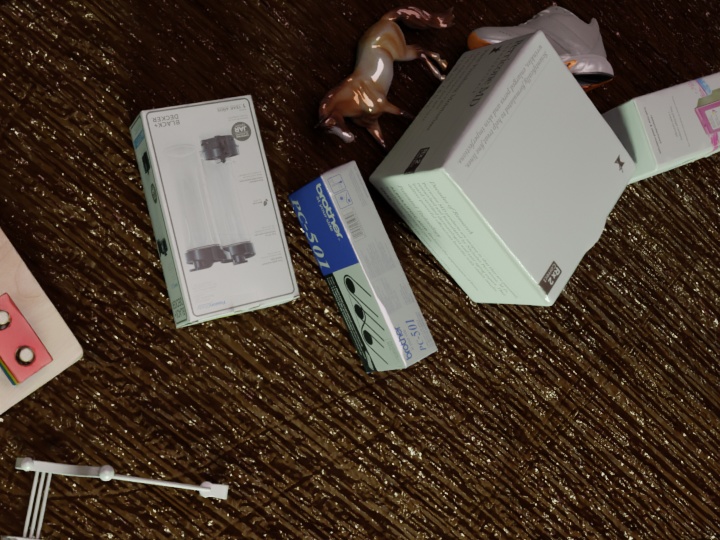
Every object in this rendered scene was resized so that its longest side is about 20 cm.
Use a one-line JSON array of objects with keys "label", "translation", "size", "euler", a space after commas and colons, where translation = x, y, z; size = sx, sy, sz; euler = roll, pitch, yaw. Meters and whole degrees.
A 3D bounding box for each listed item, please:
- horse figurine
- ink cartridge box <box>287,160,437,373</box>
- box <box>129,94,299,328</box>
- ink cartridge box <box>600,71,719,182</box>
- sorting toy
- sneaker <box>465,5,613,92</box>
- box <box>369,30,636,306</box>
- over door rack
[{"label": "horse figurine", "translation": [0.031, -0.206, 1.077], "size": [0.132, 0.050, 0.202], "euler": [28, 74, -25]}, {"label": "ink cartridge box", "translation": [0.000, 0.000, 1.005], "size": [0.044, 0.094, 0.202], "euler": [-25, 92, -26]}, {"label": "box", "translation": [-0.141, -0.056, 0.967], "size": [0.115, 0.060, 0.203], "euler": [-14, 88, -26]}, {"label": "ink cartridge box", "translation": [0.355, -0.160, 1.166], "size": [0.198, 0.144, 0.086], "euler": [-18, 88, -26]}, {"label": "sorting toy", "translation": [-0.365, 0.044, 0.843], "size": [0.199, 0.069, 0.200], "euler": [-36, 98, -25]}, {"label": "sneaker", "translation": [0.200, -0.262, 1.157], "size": [0.198, 0.075, 0.093], "euler": [4, 73, -32]}, {"label": "box", "translation": [0.152, -0.101, 1.053], "size": [0.200, 0.130, 0.200], "euler": [47, 65, -24]}, {"label": "over door rack", "translation": [-0.212, 0.248, 0.884], "size": [0.198, 0.066, 0.150], "euler": [13, 78, -23]}]
